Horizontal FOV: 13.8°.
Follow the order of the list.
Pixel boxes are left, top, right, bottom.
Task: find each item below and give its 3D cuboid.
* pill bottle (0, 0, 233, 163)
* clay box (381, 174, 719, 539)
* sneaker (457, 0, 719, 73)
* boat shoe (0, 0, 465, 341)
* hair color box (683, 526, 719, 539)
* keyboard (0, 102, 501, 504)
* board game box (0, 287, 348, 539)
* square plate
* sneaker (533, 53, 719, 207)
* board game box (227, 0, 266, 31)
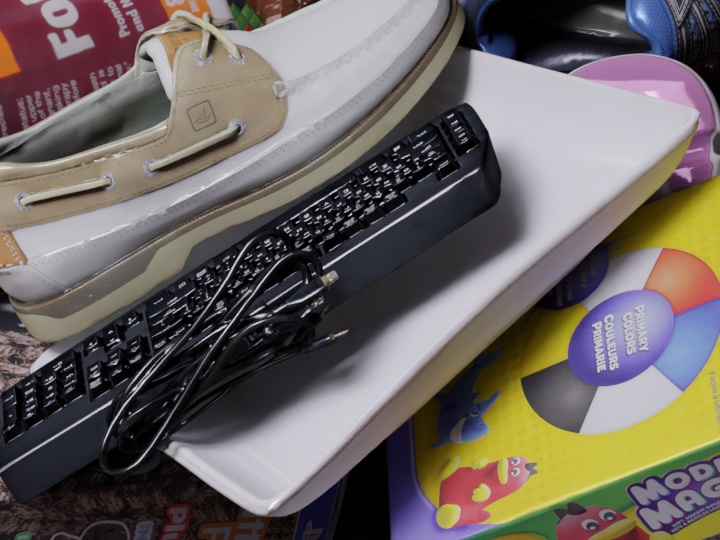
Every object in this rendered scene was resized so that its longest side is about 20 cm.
[{"bbox_3d":[-0.151,-0.063,1.148,0.114,0.115,0.199,13,26,40],"label":"pill bottle"},{"bbox_3d":[0.104,0.031,0.974,0.199,0.048,0.115,-24,41,20],"label":"clay box"},{"bbox_3d":[0.053,-0.118,1.138,0.199,0.077,0.085,15,40,31],"label":"sneaker"},{"bbox_3d":[-0.054,-0.057,1.081,0.200,0.069,0.075,-36,25,-7],"label":"boat shoe"},{"bbox_3d":[0.085,0.141,0.981,0.199,0.065,0.110,-22,51,18],"label":"hair color box"},{"bbox_3d":[-0.043,0.003,1.004,0.199,0.040,0.104,-33,26,3],"label":"keyboard"},{"bbox_3d":[-0.134,0.082,1.106,0.159,0.199,0.097,40,125,45],"label":"board game box"},{"bbox_3d":[0.000,0.000,1.034,0.200,0.029,0.198,-41,27,-15],"label":"square plate"},{"bbox_3d":[0.108,0.028,1.079,0.080,0.088,0.202,-4,76,9],"label":"sneaker"},{"bbox_3d":[-0.160,-0.063,1.344,0.165,0.057,0.201,21,72,44],"label":"board game box"}]
